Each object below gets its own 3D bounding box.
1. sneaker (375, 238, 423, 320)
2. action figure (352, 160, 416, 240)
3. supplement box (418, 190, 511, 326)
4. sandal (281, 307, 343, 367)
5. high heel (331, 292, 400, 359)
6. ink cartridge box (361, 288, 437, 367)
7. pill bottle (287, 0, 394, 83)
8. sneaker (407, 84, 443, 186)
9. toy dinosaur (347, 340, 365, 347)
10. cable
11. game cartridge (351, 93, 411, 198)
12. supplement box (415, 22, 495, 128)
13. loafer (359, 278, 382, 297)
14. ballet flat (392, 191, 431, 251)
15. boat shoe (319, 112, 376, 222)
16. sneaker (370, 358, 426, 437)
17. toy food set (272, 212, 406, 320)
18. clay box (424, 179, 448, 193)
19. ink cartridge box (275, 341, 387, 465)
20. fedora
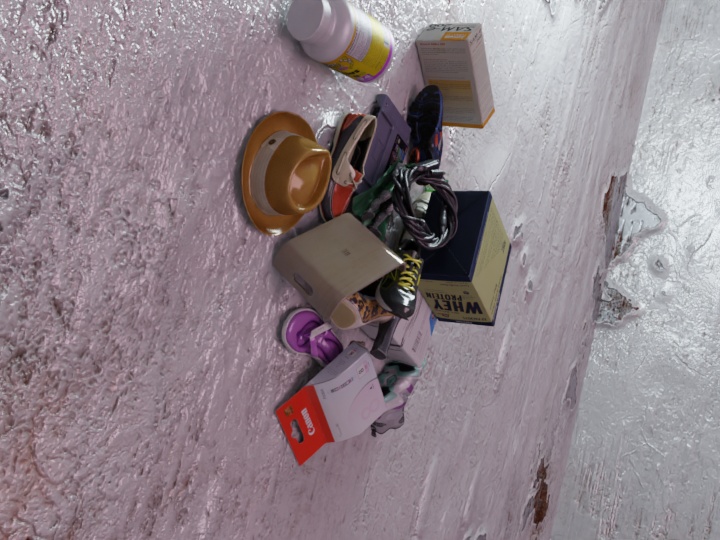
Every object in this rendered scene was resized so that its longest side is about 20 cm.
[{"bbox_3d":[0.074,0.008,1.289,0.202,0.073,0.086,-89,-155,-58],"label":"sneaker"},{"bbox_3d":[0.060,-0.147,1.362,0.201,0.053,0.120,-55,138,-39],"label":"action figure"},{"bbox_3d":[0.213,-0.024,1.482,0.201,0.131,0.204,52,49,-50],"label":"supplement box"},{"bbox_3d":[-0.072,0.123,1.283,0.202,0.049,0.085,39,66,-56],"label":"sandal"},{"bbox_3d":[0.004,0.046,1.292,0.201,0.070,0.145,49,44,-29],"label":"high heel"},{"bbox_3d":[0.082,0.090,1.485,0.200,0.082,0.148,50,57,-51],"label":"ink cartridge box"},{"bbox_3d":[-0.032,-0.380,1.157,0.198,0.102,0.108,5,95,-57],"label":"pill bottle"},{"bbox_3d":[0.141,-0.286,1.497,0.078,0.073,0.206,-35,135,-58],"label":"sneaker"},{"bbox_3d":[-0.034,0.223,1.387,0.105,0.060,0.205,9,103,-46],"label":"toy dinosaur"},{"bbox_3d":[0.119,-0.118,1.340,0.199,0.050,0.168,-29,106,-53],"label":"cable"},{"bbox_3d":[0.039,-0.217,1.380,0.129,0.038,0.205,36,68,-51],"label":"game cartridge"},{"bbox_3d":[0.202,-0.407,1.495,0.074,0.123,0.203,-51,139,-34],"label":"supplement box"},{"bbox_3d":[0.000,0.000,1.325,0.198,0.073,0.072,4,118,-57],"label":"loafer"},{"bbox_3d":[0.118,-0.093,1.500,0.070,0.068,0.204,51,56,-50],"label":"ballet flat"},{"bbox_3d":[-0.022,-0.182,1.268,0.071,0.061,0.206,23,81,-58],"label":"boat shoe"},{"bbox_3d":[0.077,0.282,1.551,0.198,0.077,0.143,-33,127,-37],"label":"sneaker"},{"bbox_3d":[-0.032,-0.010,1.211,0.198,0.143,0.061,-29,152,-41],"label":"toy food set"},{"bbox_3d":[0.181,-0.104,1.620,0.114,0.047,0.207,-8,106,-57],"label":"clay box"},{"bbox_3d":[-0.047,0.256,1.314,0.199,0.056,0.165,-41,133,-28],"label":"ink cartridge box"},{"bbox_3d":[-0.103,-0.150,1.127,0.199,0.080,0.207,-24,119,-53],"label":"fedora"}]
